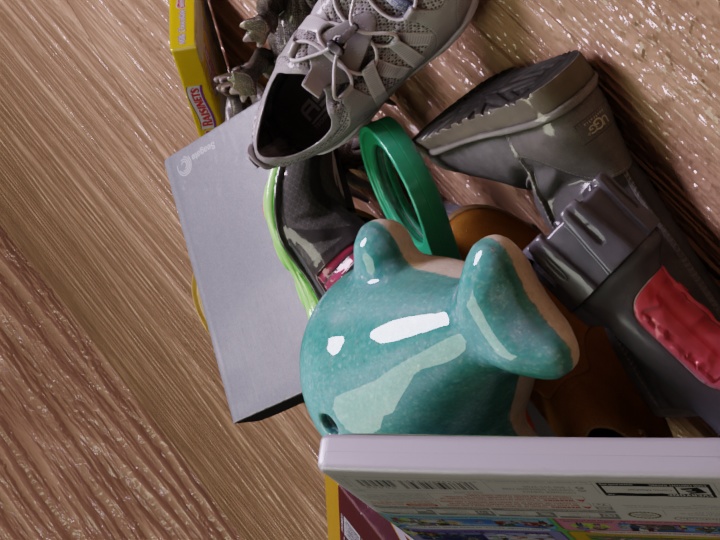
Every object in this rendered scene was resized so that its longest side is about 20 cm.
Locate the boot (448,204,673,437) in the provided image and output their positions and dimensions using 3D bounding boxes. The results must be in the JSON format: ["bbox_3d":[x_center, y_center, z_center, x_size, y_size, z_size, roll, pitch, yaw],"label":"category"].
[{"bbox_3d":[0.120,0.056,0.894,0.201,0.071,0.144,49,-168,-14],"label":"boot"}]

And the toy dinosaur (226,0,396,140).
[{"bbox_3d":[-0.035,-0.160,0.973,0.077,0.102,0.200,2,121,16],"label":"toy dinosaur"}]

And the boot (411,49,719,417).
[{"bbox_3d":[0.124,-0.015,0.853,0.200,0.073,0.182,52,167,-13],"label":"boot"}]

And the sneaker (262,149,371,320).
[{"bbox_3d":[0.000,0.000,0.966,0.077,0.084,0.200,-15,-93,-65],"label":"sneaker"}]

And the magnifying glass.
[{"bbox_3d":[0.050,0.005,0.897,0.200,0.022,0.080,66,169,-2],"label":"magnifying glass"}]

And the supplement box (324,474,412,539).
[{"bbox_3d":[0.082,0.236,1.321,0.200,0.133,0.197,49,162,21],"label":"supplement box"}]

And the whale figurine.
[{"bbox_3d":[0.035,0.049,0.813,0.159,0.104,0.200,59,155,1],"label":"whale figurine"}]

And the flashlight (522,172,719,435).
[{"bbox_3d":[0.172,0.037,0.745,0.200,0.068,0.068,45,164,5],"label":"flashlight"}]

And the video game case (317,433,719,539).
[{"bbox_3d":[0.103,0.118,0.788,0.200,0.022,0.182,-2,156,22],"label":"video game case"}]

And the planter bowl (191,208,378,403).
[{"bbox_3d":[-0.019,0.008,1.169,0.200,0.200,0.083,47,128,28],"label":"planter bowl"}]

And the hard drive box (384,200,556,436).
[{"bbox_3d":[0.089,0.060,1.061,0.200,0.077,0.156,62,164,-20],"label":"hard drive box"}]

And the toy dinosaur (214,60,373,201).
[{"bbox_3d":[-0.071,-0.102,1.174,0.200,0.077,0.102,17,125,60],"label":"toy dinosaur"}]

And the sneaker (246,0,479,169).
[{"bbox_3d":[0.001,-0.121,0.854,0.075,0.082,0.200,38,133,5],"label":"sneaker"}]

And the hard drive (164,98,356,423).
[{"bbox_3d":[-0.058,-0.011,1.070,0.140,0.033,0.200,-27,73,37],"label":"hard drive"}]

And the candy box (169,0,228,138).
[{"bbox_3d":[-0.122,-0.145,1.274,0.200,0.026,0.102,77,-173,-51],"label":"candy box"}]
